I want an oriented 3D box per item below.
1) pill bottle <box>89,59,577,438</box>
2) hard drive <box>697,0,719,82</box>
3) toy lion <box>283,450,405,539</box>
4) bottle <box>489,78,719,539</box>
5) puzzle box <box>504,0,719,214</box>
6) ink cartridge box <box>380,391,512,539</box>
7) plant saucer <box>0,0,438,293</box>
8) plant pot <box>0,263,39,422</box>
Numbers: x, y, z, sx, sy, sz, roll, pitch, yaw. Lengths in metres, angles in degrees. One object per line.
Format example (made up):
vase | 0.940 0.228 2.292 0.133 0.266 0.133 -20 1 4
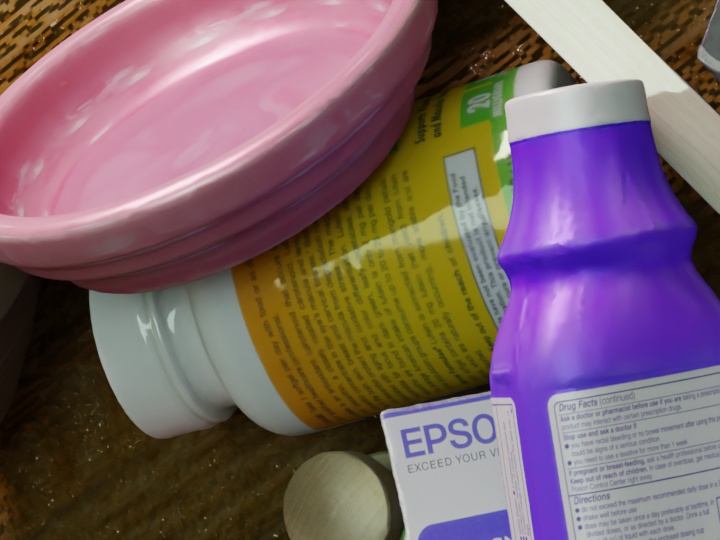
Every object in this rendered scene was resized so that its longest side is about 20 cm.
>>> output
pill bottle | 0.000 0.000 0.848 0.198 0.111 0.112 -17 76 17
hard drive | 0.201 -0.043 0.731 0.139 0.200 0.033 20 90 22
toy lion | -0.007 0.181 0.855 0.200 0.069 0.192 43 104 21
bottle | 0.084 0.041 0.711 0.083 0.065 0.202 -9 89 -19
puzzle box | 0.069 -0.100 0.798 0.200 0.133 0.025 45 98 2
ink cartridge box | 0.114 0.132 0.768 0.196 0.043 0.202 -9 77 -17
plant saucer | -0.057 -0.057 0.820 0.199 0.201 0.051 -19 118 17
plant pot | -0.207 0.031 0.911 0.199 0.093 0.202 -19 36 15
